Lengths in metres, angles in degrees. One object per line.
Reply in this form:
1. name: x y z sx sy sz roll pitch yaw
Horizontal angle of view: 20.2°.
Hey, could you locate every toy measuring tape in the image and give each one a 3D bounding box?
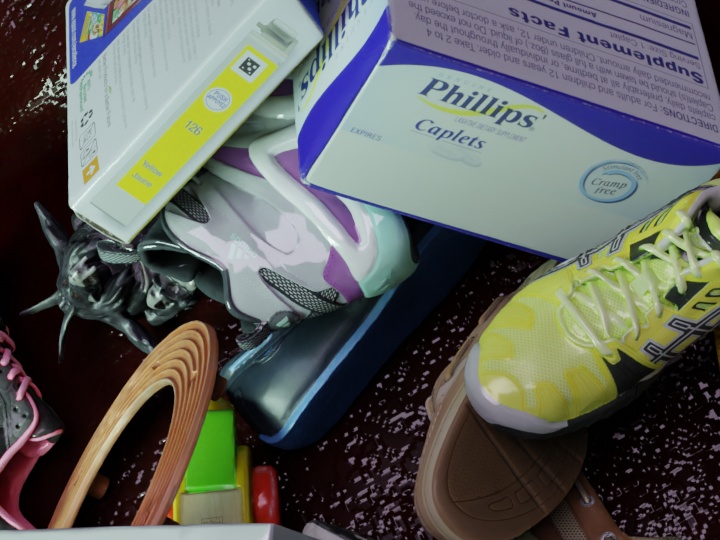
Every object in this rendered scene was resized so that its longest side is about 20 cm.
1. toy measuring tape: -0.071 0.155 1.012 0.074 0.074 0.200 -14 55 14

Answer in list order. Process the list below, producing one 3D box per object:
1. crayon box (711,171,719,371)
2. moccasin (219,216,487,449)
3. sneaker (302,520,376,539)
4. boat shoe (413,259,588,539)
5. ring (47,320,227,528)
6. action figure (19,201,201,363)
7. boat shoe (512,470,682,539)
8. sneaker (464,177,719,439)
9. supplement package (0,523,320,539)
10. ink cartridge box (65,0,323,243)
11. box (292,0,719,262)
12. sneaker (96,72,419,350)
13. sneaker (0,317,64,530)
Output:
1. crayon box: 0.231 0.019 0.976 0.119 0.058 0.200 -11 66 15
2. moccasin: 0.000 0.000 1.051 0.068 0.080 0.200 40 85 24
3. sneaker: 0.037 0.199 0.975 0.200 0.077 0.085 29 92 33
4. boat shoe: 0.069 0.068 0.969 0.065 0.071 0.200 -28 15 39
5. ring: -0.120 0.117 1.013 0.019 0.200 0.201 29 78 -16
6. action figure: -0.107 -0.033 1.092 0.200 0.102 0.119 -41 74 -1
7. boat shoe: 0.129 0.155 0.951 0.074 0.076 0.200 -40 62 -5
8. sneaker: 0.131 0.003 0.910 0.200 0.076 0.075 -31 67 -16
9. supplement package: -0.102 0.206 0.816 0.200 0.147 0.191 -5 74 20
10. ink cartridge box: -0.069 -0.141 0.988 0.200 0.047 0.198 -42 30 21
11. box: 0.064 -0.120 0.985 0.105 0.184 0.200 -53 30 41
12. sneaker: -0.073 -0.049 1.007 0.140 0.078 0.200 -28 56 -2
13. sneaker: -0.205 0.070 1.104 0.095 0.079 0.200 -2 77 14
